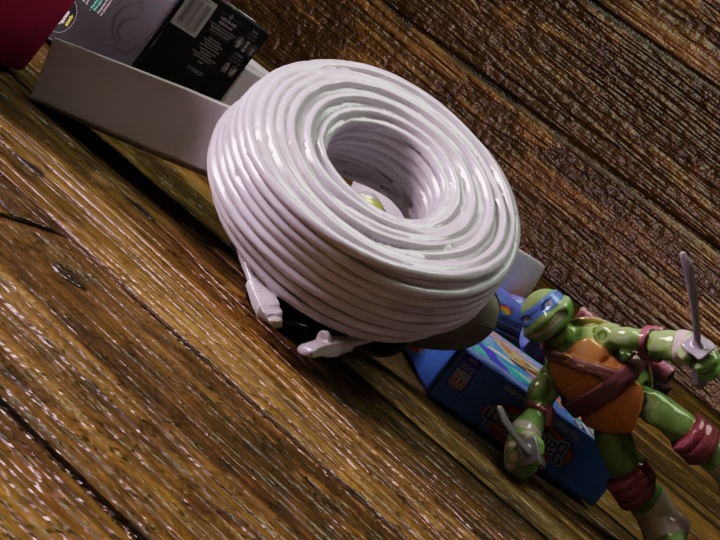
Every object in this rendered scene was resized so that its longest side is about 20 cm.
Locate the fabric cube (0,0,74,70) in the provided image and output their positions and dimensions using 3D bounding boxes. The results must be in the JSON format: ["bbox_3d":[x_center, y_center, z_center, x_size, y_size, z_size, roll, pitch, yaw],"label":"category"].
[{"bbox_3d":[-0.273,-0.269,1.123,0.200,0.196,0.199,38,8,3],"label":"fabric cube"}]

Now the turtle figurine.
[{"bbox_3d":[0.174,0.105,1.114,0.194,0.144,0.200,49,-16,-11],"label":"turtle figurine"}]

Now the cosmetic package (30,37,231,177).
[{"bbox_3d":[-0.119,-0.097,1.168,0.200,0.051,0.083,23,0,18],"label":"cosmetic package"}]

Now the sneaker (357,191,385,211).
[{"bbox_3d":[0.000,0.000,1.287,0.105,0.076,0.200,50,16,7],"label":"sneaker"}]

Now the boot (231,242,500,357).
[{"bbox_3d":[0.010,0.027,1.095,0.200,0.068,0.131,18,16,-18],"label":"boot"}]

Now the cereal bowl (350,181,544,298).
[{"bbox_3d":[0.067,-0.016,1.584,0.200,0.083,0.200,30,0,0],"label":"cereal bowl"}]

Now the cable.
[{"bbox_3d":[0.002,-0.046,1.037,0.200,0.069,0.200,-6,54,-39],"label":"cable"}]

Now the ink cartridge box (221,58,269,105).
[{"bbox_3d":[-0.158,-0.194,1.688,0.200,0.086,0.146,39,7,32],"label":"ink cartridge box"}]

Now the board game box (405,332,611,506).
[{"bbox_3d":[0.105,0.087,1.284,0.152,0.045,0.200,35,8,-14],"label":"board game box"}]

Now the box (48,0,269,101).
[{"bbox_3d":[-0.213,-0.238,1.526,0.200,0.124,0.148,39,6,27],"label":"box"}]

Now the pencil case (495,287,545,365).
[{"bbox_3d":[0.106,0.041,1.460,0.087,0.078,0.200,13,-10,39],"label":"pencil case"}]
